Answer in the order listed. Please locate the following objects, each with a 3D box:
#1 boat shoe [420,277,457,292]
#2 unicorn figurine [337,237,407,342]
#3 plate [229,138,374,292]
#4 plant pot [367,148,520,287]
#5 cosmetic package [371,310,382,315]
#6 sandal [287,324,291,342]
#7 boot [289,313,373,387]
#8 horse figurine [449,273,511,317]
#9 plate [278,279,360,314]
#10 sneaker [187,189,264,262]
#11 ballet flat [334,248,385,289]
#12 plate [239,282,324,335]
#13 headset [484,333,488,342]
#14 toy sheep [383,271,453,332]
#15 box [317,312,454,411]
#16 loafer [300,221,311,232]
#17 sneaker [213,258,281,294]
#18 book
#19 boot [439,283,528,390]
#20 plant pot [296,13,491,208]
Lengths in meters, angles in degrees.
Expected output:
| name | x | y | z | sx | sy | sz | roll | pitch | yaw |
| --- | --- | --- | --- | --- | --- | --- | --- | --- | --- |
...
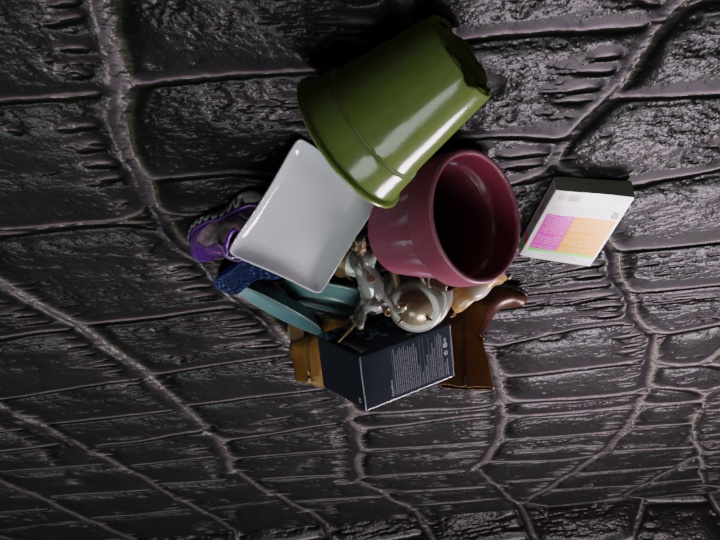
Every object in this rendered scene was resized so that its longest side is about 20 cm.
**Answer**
| name | x | y | z | sx | sy | sz | roll | pitch | yaw |
| --- | --- | --- | --- | --- | --- | --- | --- | --- | --- |
| boat shoe | 0.184 | -0.006 | 1.557 | 0.199 | 0.070 | 0.071 | -22 | 132 | -39 |
| unicorn figurine | 0.016 | 0.033 | 1.537 | 0.073 | 0.202 | 0.137 | -10 | -165 | -25 |
| plate | -0.084 | -0.082 | 1.420 | 0.199 | 0.032 | 0.201 | 26 | 99 | -42 |
| plant pot | 0.115 | -0.068 | 1.413 | 0.199 | 0.202 | 0.178 | 20 | 159 | -36 |
| cosmetic package | 0.054 | 0.156 | 1.895 | 0.074 | 0.103 | 0.200 | -18 | 150 | 28 |
| sandal | -0.061 | 0.158 | 1.914 | 0.211 | 0.070 | 0.078 | 35 | 108 | -10 |
| boot | -0.051 | 0.156 | 1.812 | 0.200 | 0.146 | 0.071 | -5 | -172 | 32 |
| horse figurine | 0.208 | 0.032 | 1.688 | 0.199 | 0.050 | 0.133 | -32 | 169 | 2 |
| plate | -0.054 | 0.053 | 1.692 | 0.198 | 0.026 | 0.200 | 10 | 168 | 2 |
| sneaker | -0.214 | -0.051 | 1.498 | 0.080 | 0.089 | 0.199 | 20 | 145 | -39 |
| ballet flat | 0.000 | 0.000 | 1.623 | 0.072 | 0.068 | 0.200 | 22 | 167 | 32 |
| plate | -0.150 | 0.064 | 1.708 | 0.199 | 0.026 | 0.200 | 27 | 169 | 6 |
| headset | 0.179 | 0.160 | 1.922 | 0.198 | 0.095 | 0.123 | 2 | 153 | -34 |
| toy sheep | 0.100 | 0.035 | 1.622 | 0.136 | 0.200 | 0.139 | 5 | 113 | 12 |
| box | 0.045 | 0.154 | 1.670 | 0.199 | 0.108 | 0.148 | -18 | -159 | -30 |
| loafer | -0.095 | -0.053 | 1.541 | 0.062 | 0.072 | 0.200 | -15 | 156 | -19 |
| sneaker | -0.171 | -0.024 | 1.545 | 0.199 | 0.078 | 0.070 | -20 | 133 | 42 |
| book | 0.356 | -0.082 | 1.550 | 0.132 | 0.048 | 0.200 | 4 | 150 | -8 |
| boot | 0.235 | 0.126 | 1.752 | 0.186 | 0.202 | 0.069 | 0 | 152 | -6 |
| plant pot | 0.055 | -0.213 | 1.153 | 0.189 | 0.201 | 0.199 | -34 | 141 | 25 |
